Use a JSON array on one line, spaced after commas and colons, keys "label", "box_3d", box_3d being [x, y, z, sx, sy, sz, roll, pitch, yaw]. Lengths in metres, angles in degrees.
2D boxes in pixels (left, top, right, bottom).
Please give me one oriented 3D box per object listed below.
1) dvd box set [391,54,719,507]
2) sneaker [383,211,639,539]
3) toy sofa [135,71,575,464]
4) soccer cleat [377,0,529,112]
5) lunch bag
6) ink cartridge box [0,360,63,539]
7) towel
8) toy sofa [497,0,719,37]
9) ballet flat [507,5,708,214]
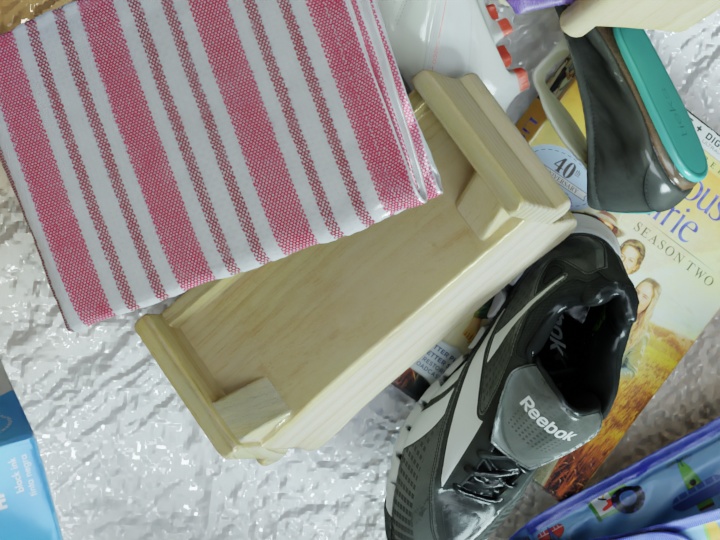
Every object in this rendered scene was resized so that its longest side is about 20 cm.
[{"label": "dvd box set", "box_3d": [0.110, 0.002, 1.386, 0.146, 0.029, 0.200, 36, 94, -22]}, {"label": "sneaker", "box_3d": [0.075, 0.070, 1.332, 0.066, 0.091, 0.201, 27, 99, -21]}, {"label": "toy sofa", "box_3d": [0.000, 0.000, 1.302, 0.200, 0.097, 0.083, -41, 74, 16]}, {"label": "soccer cleat", "box_3d": [0.017, -0.150, 1.296, 0.077, 0.069, 0.201, -23, 114, -5]}, {"label": "lunch bag", "box_3d": [0.171, 0.168, 1.426, 0.199, 0.094, 0.151, -22, 124, 4]}, {"label": "ink cartridge box", "box_3d": [-0.247, 0.115, 1.272, 0.199, 0.116, 0.067, -17, 110, -11]}, {"label": "towel", "box_3d": [-0.073, -0.069, 1.254, 0.199, 0.030, 0.147, -20, 88, 19]}, {"label": "toy sofa", "box_3d": [0.117, -0.214, 1.253, 0.097, 0.083, 0.201, 3, 78, -19]}, {"label": "ballet flat", "box_3d": [0.105, -0.121, 1.313, 0.068, 0.068, 0.201, -21, 78, 29]}]
